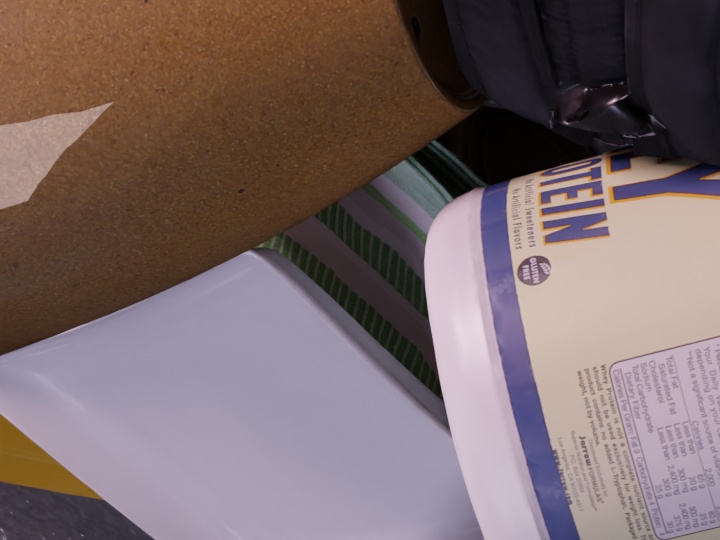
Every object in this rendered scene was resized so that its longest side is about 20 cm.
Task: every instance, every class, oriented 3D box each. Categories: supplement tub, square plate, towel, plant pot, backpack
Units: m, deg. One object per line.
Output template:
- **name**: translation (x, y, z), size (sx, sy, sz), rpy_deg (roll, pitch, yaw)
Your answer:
- **supplement tub**: translation (0.132, 0.022, 0.680), size (0.199, 0.145, 0.145), rpy_deg (-15, 130, 11)
- **square plate**: translation (-0.034, 0.069, 0.865), size (0.200, 0.029, 0.198), rpy_deg (43, 141, -25)
- **towel**: translation (0.000, 0.000, 0.854), size (0.152, 0.023, 0.201), rpy_deg (42, 154, 26)
- **plant pot**: translation (-0.064, -0.077, 0.719), size (0.199, 0.187, 0.187), rpy_deg (-11, 129, 24)
- **backpack**: translation (0.085, -0.127, 0.609), size (0.166, 0.127, 0.201), rpy_deg (24, 147, 29)

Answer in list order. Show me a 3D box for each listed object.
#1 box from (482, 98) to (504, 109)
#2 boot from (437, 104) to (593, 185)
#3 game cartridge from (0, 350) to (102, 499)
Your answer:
- **box**: translation (-0.006, -0.117, 0.798), size (0.199, 0.035, 0.110), rpy_deg (11, 140, 36)
- **boot**: translation (0.037, 0.008, 0.893), size (0.154, 0.074, 0.201), rpy_deg (11, 136, 46)
- **game cartridge**: translation (-0.117, 0.059, 1.001), size (0.176, 0.033, 0.200), rpy_deg (-22, 154, 33)
